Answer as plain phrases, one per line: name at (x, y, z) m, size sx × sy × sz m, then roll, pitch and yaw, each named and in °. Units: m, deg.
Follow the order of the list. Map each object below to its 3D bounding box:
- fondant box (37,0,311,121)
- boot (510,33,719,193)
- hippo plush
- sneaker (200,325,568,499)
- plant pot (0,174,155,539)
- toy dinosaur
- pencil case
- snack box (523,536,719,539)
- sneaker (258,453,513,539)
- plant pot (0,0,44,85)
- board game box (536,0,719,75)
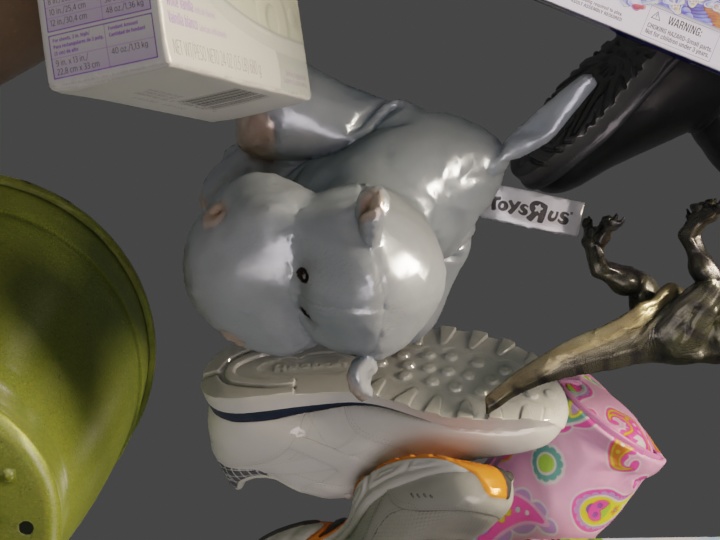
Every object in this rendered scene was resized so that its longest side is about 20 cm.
fondant box at (-0.085, -0.172, 0.661) m, size 0.058 × 0.144 × 0.202 m, roll -10°, pitch 87°, yaw 20°
boot at (0.202, -0.048, 0.822) m, size 0.165 × 0.066 × 0.200 m, roll -44°, pitch 113°, yaw 12°
hippo plush at (0.000, 0.000, 0.739) m, size 0.198 × 0.161 × 0.161 m, roll 8°, pitch 123°, yaw 11°
sneaker at (0.014, 0.082, 0.833) m, size 0.198 × 0.077 × 0.081 m, roll 1°, pitch 119°, yaw 14°
plant pot at (-0.201, 0.075, 0.751) m, size 0.198 × 0.193 × 0.203 m, roll -2°, pitch 110°, yaw -6°
toy dinosaur at (0.154, 0.013, 0.781) m, size 0.198 × 0.047 × 0.089 m, roll -10°, pitch 97°, yaw -11°
pencil case at (0.081, 0.149, 0.866) m, size 0.087 × 0.088 × 0.201 m, roll 34°, pitch 105°, yaw -16°
snack box at (0.135, 0.233, 0.860) m, size 0.199 × 0.068 × 0.170 m, roll 7°, pitch 116°, yaw -44°
sneaker at (0.014, 0.167, 0.819) m, size 0.075 × 0.093 × 0.200 m, roll 16°, pitch 143°, yaw -32°
plant pot at (-0.209, -0.147, 0.688) m, size 0.173 × 0.200 × 0.202 m, roll -20°, pitch 112°, yaw -17°
board game box at (0.111, -0.191, 0.730) m, size 0.198 × 0.045 × 0.136 m, roll 22°, pitch 99°, yaw 3°
